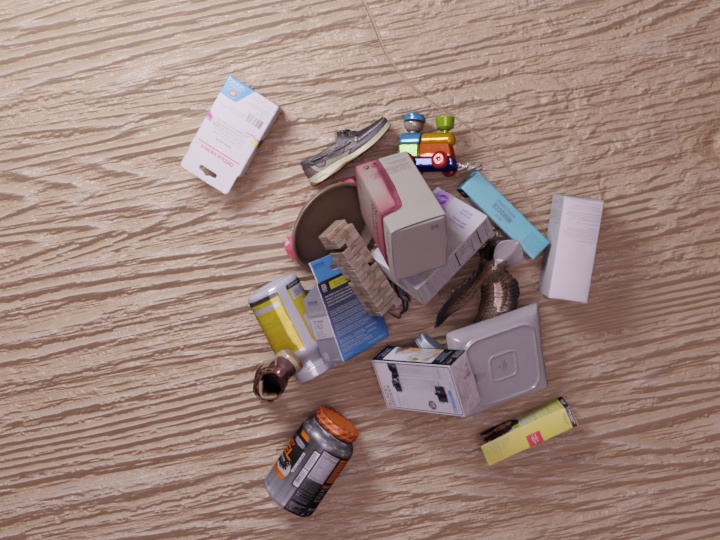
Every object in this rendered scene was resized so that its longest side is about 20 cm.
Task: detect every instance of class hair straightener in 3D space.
[{"bbox_3d":[0.055,0.002,1.765,0.076,0.041,0.203,-8,101,1],"label":"hair straightener"}]

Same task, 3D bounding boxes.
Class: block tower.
[{"bbox_3d":[0.000,0.000,1.677,0.058,0.054,0.201,-43,111,-25],"label":"block tower"}]

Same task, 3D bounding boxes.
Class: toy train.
[{"bbox_3d":[0.168,-0.246,1.687,0.198,0.085,0.117,1,84,22],"label":"toy train"}]

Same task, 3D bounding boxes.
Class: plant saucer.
[{"bbox_3d":[-0.052,-0.085,1.702,0.198,0.029,0.202,-21,131,-25],"label":"plant saucer"}]

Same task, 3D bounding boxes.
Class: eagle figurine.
[{"bbox_3d":[0.237,0.034,1.709,0.150,0.151,0.202,7,66,16],"label":"eagle figurine"}]

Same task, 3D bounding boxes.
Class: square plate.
[{"bbox_3d":[0.275,0.183,1.710,0.196,0.028,0.202,-18,115,-11],"label":"square plate"}]

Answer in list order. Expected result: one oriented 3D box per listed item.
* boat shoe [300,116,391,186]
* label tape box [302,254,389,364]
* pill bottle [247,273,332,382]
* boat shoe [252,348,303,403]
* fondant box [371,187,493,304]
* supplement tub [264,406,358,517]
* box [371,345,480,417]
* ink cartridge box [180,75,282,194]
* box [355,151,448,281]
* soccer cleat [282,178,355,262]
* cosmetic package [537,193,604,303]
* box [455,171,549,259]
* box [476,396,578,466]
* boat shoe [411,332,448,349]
[{"bbox_3d":[-0.031,-0.245,1.713,0.199,0.073,0.065,-37,101,5],"label":"boat shoe"},{"bbox_3d":[-0.036,0.064,1.718,0.066,0.143,0.202,-14,98,46],"label":"label tape box"},{"bbox_3d":[-0.134,0.116,1.738,0.111,0.112,0.202,-26,96,3],"label":"pill bottle"},{"bbox_3d":[-0.178,0.221,1.717,0.072,0.200,0.072,42,55,-5],"label":"boat shoe"},{"bbox_3d":[0.136,-0.050,1.678,0.200,0.144,0.058,-45,139,-12],"label":"fondant box"},{"bbox_3d":[-0.096,0.385,1.766,0.122,0.123,0.201,34,95,-4],"label":"supplement tub"},{"bbox_3d":[0.126,0.215,1.708,0.198,0.060,0.118,1,117,42],"label":"box"},{"bbox_3d":[-0.254,-0.264,1.713,0.114,0.068,0.201,31,96,-3],"label":"ink cartridge box"},{"bbox_3d":[0.075,-0.102,1.608,0.108,0.201,0.129,-17,135,-9],"label":"box"},{"bbox_3d":[-0.071,-0.097,1.742,0.200,0.067,0.076,-46,115,4],"label":"soccer cleat"},{"bbox_3d":[0.412,-0.045,1.719,0.084,0.108,0.203,6,99,-1],"label":"cosmetic package"},{"bbox_3d":[0.280,-0.110,1.723,0.200,0.082,0.049,44,92,-5],"label":"box"},{"bbox_3d":[0.339,0.327,1.782,0.198,0.075,0.051,-25,98,2],"label":"box"},{"bbox_3d":[0.182,0.212,1.769,0.198,0.074,0.068,36,104,-11],"label":"boat shoe"}]
